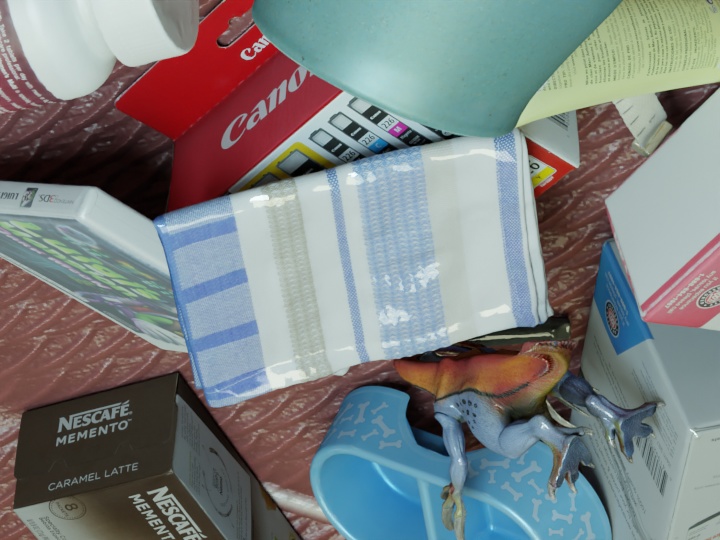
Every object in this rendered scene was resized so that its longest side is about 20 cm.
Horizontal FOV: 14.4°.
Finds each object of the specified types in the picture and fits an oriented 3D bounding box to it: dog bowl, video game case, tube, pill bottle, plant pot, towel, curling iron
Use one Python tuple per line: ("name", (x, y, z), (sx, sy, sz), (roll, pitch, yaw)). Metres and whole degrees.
("dog bowl", (0.054, 0.141, 1.716), (0.199, 0.050, 0.112), (17, 135, 32))
("video game case", (-0.128, 0.002, 1.579), (0.200, 0.023, 0.181), (32, 163, -35))
("tube", (0.130, -0.116, 1.428), (0.199, 0.058, 0.052), (-10, 132, -41))
("pill bottle", (-0.190, -0.133, 1.446), (0.199, 0.110, 0.110), (-11, 137, 14))
("plant pot", (0.047, -0.169, 1.279), (0.199, 0.200, 0.189), (18, 108, -18))
("towel", (0.000, 0.000, 1.493), (0.199, 0.024, 0.147), (-14, 137, -4))
("curling iron", (0.026, 0.032, 1.686), (0.199, 0.026, 0.050), (5, 141, -4))

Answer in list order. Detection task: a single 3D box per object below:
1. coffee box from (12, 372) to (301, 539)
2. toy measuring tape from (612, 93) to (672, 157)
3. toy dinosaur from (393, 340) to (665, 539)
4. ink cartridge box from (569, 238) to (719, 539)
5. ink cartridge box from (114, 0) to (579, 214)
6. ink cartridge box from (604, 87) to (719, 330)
("coffee box", (-0.122, 0.164, 1.798), (0.114, 0.080, 0.200), (-15, 136, 17))
("toy measuring tape", (0.099, -0.130, 1.477), (0.073, 0.074, 0.200), (-18, 142, 20))
("toy dinosaur", (0.080, 0.056, 1.591), (0.105, 0.181, 0.201), (-35, 135, -26))
("ink cartridge box", (0.188, 0.094, 1.651), (0.083, 0.145, 0.200), (-11, 140, -14))
("ink cartridge box", (-0.013, -0.072, 1.528), (0.175, 0.084, 0.200), (29, 132, -27))
("ink cartridge box", (0.254, -0.034, 1.521), (0.199, 0.085, 0.146), (9, 141, -35))
